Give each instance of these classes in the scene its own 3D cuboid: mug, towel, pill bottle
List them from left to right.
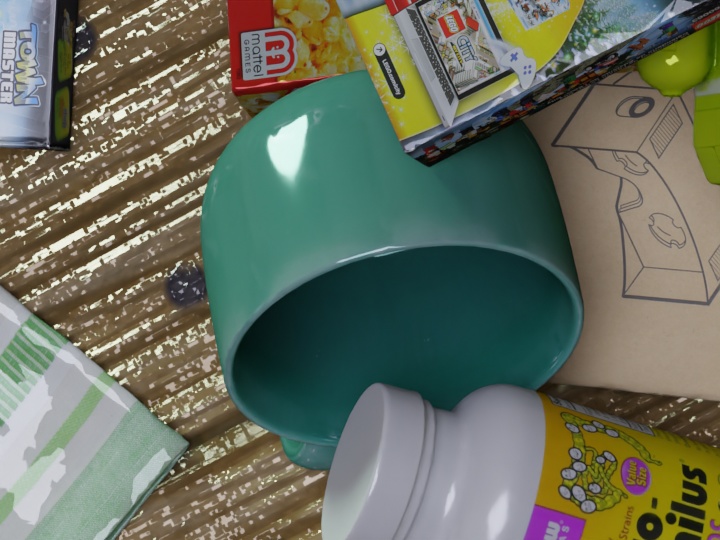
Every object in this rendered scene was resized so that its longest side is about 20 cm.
[{"bbox_3d":[-0.201,0.074,1.358,0.200,0.023,0.153,40,96,8],"label":"towel"},{"bbox_3d":[-0.003,-0.006,1.249,0.185,0.152,0.115,-31,52,27],"label":"mug"},{"bbox_3d":[0.089,0.109,1.230,0.200,0.104,0.104,17,94,-13],"label":"pill bottle"}]

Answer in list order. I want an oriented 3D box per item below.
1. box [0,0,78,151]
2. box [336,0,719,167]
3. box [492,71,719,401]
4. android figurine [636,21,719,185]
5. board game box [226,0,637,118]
[{"bbox_3d":[-0.183,-0.157,1.346,0.110,0.035,0.200,3,91,11],"label":"box"},{"bbox_3d":[0.042,-0.160,1.161,0.136,0.038,0.200,-26,77,11],"label":"box"},{"bbox_3d":[0.141,-0.044,1.292,0.163,0.021,0.200,5,92,11],"label":"box"},{"bbox_3d":[0.196,-0.098,1.226,0.182,0.041,0.200,1,90,-27],"label":"android figurine"},{"bbox_3d":[0.041,-0.153,1.280,0.200,0.046,0.152,-8,73,10],"label":"board game box"}]
